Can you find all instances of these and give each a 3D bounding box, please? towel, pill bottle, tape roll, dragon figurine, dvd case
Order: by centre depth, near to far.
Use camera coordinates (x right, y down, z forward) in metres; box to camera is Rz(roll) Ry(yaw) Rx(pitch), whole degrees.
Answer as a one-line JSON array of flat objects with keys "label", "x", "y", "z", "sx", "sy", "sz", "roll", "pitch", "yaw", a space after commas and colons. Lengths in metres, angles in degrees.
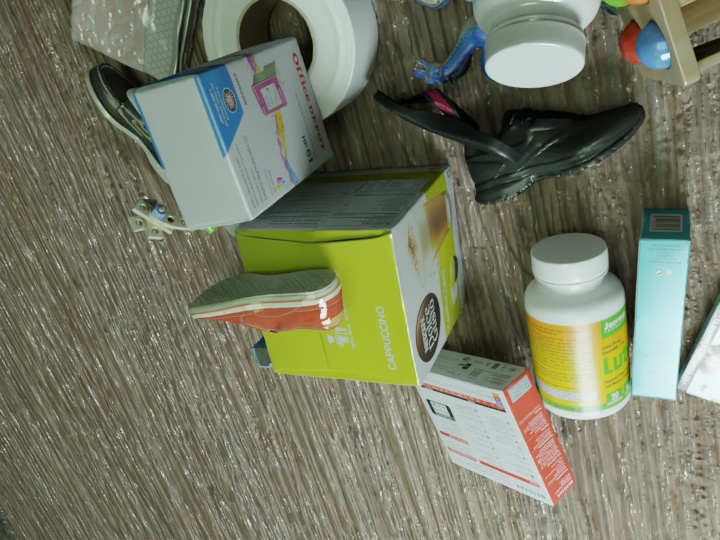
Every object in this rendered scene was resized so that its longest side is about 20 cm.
[{"label": "pill bottle", "x": 0.153, "y": -0.270, "z": 0.568, "sx": 0.109, "sy": 0.109, "sz": 0.200, "roll": 0, "pitch": 80, "yaw": 27}, {"label": "dragon figurine", "x": 0.155, "y": -0.232, "z": 0.674, "sx": 0.200, "sy": 0.059, "sz": 0.100, "roll": 5, "pitch": 121, "yaw": 15}, {"label": "dvd case", "x": 0.483, "y": 0.112, "z": 0.733, "sx": 0.200, "sy": 0.022, "sz": 0.146, "roll": 20, "pitch": 125, "yaw": 17}, {"label": "pill bottle", "x": 0.253, "y": 0.063, "z": 0.764, "sx": 0.111, "sy": 0.111, "sz": 0.200, "roll": -1, "pitch": 117, "yaw": 27}, {"label": "tape roll", "x": -0.083, "y": -0.273, "z": 0.767, "sx": 0.202, "sy": 0.071, "sz": 0.203, "roll": 13, "pitch": 122, "yaw": 21}, {"label": "towel", "x": -0.297, "y": -0.362, "z": 0.849, "sx": 0.191, "sy": 0.032, "sz": 0.200, "roll": 28, "pitch": 126, "yaw": 10}]

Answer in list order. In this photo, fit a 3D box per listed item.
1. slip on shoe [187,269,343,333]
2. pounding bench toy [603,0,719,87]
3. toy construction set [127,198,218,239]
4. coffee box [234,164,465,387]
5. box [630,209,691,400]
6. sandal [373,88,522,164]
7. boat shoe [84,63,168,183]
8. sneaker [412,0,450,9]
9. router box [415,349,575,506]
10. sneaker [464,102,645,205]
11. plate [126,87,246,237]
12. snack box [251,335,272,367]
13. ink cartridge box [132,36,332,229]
[{"label": "slip on shoe", "x": -0.106, "y": 0.041, "z": 0.714, "sx": 0.200, "sy": 0.074, "sz": 0.061, "roll": -4, "pitch": 118, "yaw": 27}, {"label": "pounding bench toy", "x": 0.271, "y": -0.273, "z": 0.525, "sx": 0.156, "sy": 0.124, "sz": 0.200, "roll": -23, "pitch": 106, "yaw": 14}, {"label": "toy construction set", "x": -0.222, "y": -0.089, "z": 0.901, "sx": 0.200, "sy": 0.131, "sz": 0.092, "roll": -16, "pitch": 110, "yaw": 37}, {"label": "coffee box", "x": 0.000, "y": 0.000, "z": 0.802, "sx": 0.200, "sy": 0.198, "sz": 0.200, "roll": 2, "pitch": 118, "yaw": 26}, {"label": "box", "x": 0.334, "y": 0.039, "z": 0.728, "sx": 0.049, "sy": 0.082, "sz": 0.200, "roll": 4, "pitch": 119, "yaw": 24}, {"label": "sandal", "x": 0.098, "y": -0.169, "z": 0.716, "sx": 0.200, "sy": 0.075, "sz": 0.045, "roll": 32, "pitch": 105, "yaw": 38}, {"label": "boat shoe", "x": -0.294, "y": -0.210, "z": 0.912, "sx": 0.061, "sy": 0.072, "sz": 0.201, "roll": -27, "pitch": 111, "yaw": 36}, {"label": "sneaker", "x": 0.023, "y": -0.350, "z": 0.659, "sx": 0.077, "sy": 0.085, "sz": 0.200, "roll": -29, "pitch": 102, "yaw": 36}, {"label": "router box", "x": 0.166, "y": 0.199, "z": 0.871, "sx": 0.200, "sy": 0.049, "sz": 0.180, "roll": 4, "pitch": 124, "yaw": 58}, {"label": "sneaker", "x": 0.199, "y": -0.141, "z": 0.703, "sx": 0.200, "sy": 0.076, "sz": 0.091, "roll": -20, "pitch": 99, "yaw": 31}, {"label": "plate", "x": -0.173, "y": -0.153, "z": 0.810, "sx": 0.032, "sy": 0.200, "sz": 0.200, "roll": -32, "pitch": 101, "yaw": 19}, {"label": "snack box", "x": -0.041, "y": 0.092, "z": 0.927, "sx": 0.200, "sy": 0.116, "sz": 0.037, "roll": -4, "pitch": 115, "yaw": 28}, {"label": "ink cartridge box", "x": -0.121, "y": -0.151, "z": 0.689, "sx": 0.085, "sy": 0.200, "sz": 0.145, "roll": -6, "pitch": 115, "yaw": 26}]
